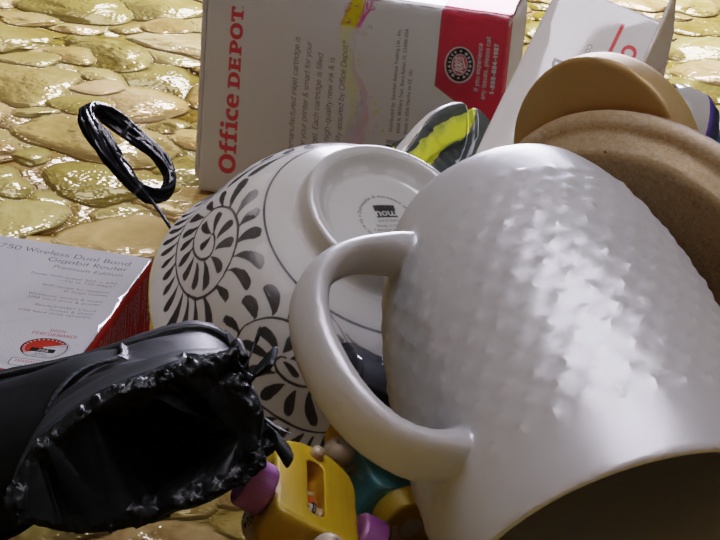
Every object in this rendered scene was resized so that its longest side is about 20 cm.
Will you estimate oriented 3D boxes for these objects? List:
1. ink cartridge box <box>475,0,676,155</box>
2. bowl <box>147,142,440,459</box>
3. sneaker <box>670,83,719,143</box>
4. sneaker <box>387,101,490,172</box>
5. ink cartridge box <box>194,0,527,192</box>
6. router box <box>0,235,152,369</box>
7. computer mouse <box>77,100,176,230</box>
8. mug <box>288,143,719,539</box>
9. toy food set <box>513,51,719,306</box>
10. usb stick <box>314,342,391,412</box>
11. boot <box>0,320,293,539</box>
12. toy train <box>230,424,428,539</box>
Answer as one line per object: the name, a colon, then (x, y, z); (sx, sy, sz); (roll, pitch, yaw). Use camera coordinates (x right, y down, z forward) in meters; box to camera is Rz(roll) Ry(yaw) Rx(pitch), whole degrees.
ink cartridge box: (0.110, -0.069, 1.098); (0.067, 0.118, 0.200); (23, -18, 11)
bowl: (0.000, 0.000, 1.046); (0.199, 0.095, 0.202); (12, 46, -13)
sneaker: (0.195, 0.006, 1.042); (0.145, 0.201, 0.081); (10, 35, -2)
sneaker: (0.000, -0.022, 1.197); (0.199, 0.075, 0.085); (-31, -2, -33)
ink cartridge box: (0.001, -0.118, 1.350); (0.198, 0.149, 0.086); (11, 24, 10)
router box: (-0.227, 0.034, 1.078); (0.198, 0.049, 0.180); (8, 24, 8)
computer mouse: (-0.105, -0.008, 1.123); (0.058, 0.034, 0.201); (-3, 54, -45)
mug: (0.061, 0.039, 0.854); (0.199, 0.148, 0.176); (6, 49, -33)
toy food set: (0.135, 0.012, 0.965); (0.199, 0.199, 0.049); (36, 46, 17)
usb stick: (0.069, 0.085, 0.959); (0.199, 0.033, 0.056); (24, 17, -15)
boot: (-0.123, 0.077, 0.861); (0.197, 0.074, 0.162); (-22, 8, -4)
toy train: (0.014, 0.133, 0.907); (0.150, 0.056, 0.200); (38, 21, 9)
